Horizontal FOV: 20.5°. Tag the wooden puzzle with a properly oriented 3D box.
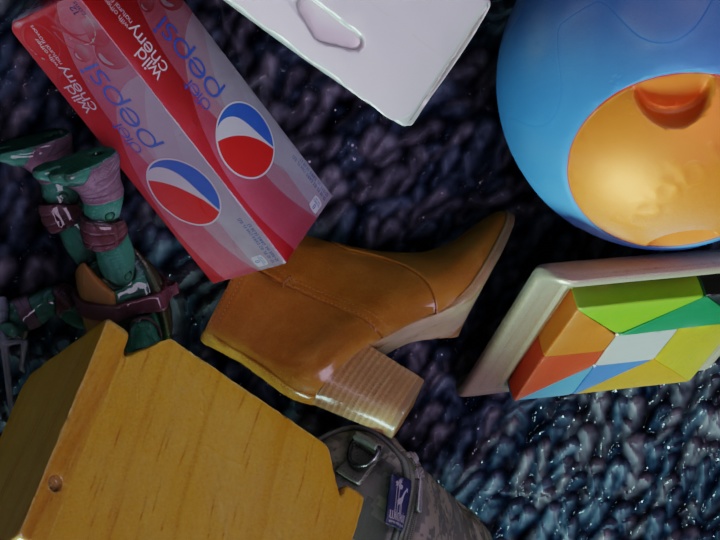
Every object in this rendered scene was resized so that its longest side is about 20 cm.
[{"bbox_3d":[0.173,0.038,1.269,0.184,0.037,0.200,-5,157,-18],"label":"wooden puzzle"}]

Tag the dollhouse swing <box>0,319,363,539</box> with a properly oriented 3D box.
[{"bbox_3d":[-0.143,0.159,1.122,0.200,0.175,0.182,36,58,-30],"label":"dollhouse swing"}]

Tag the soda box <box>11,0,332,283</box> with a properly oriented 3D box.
[{"bbox_3d":[-0.107,-0.090,1.142,0.200,0.070,0.064,52,49,-22],"label":"soda box"}]

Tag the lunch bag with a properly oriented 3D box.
[{"bbox_3d":[-0.002,0.196,1.257,0.168,0.139,0.200,-57,151,-7],"label":"lunch bag"}]

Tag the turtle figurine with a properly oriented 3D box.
[{"bbox_3d":[-0.157,0.022,1.173,0.101,0.149,0.201,-31,118,-44],"label":"turtle figurine"}]

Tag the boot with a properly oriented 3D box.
[{"bbox_3d":[0.000,0.001,1.238,0.144,0.201,0.071,31,142,6],"label":"boot"}]

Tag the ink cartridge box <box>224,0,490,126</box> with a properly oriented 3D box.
[{"bbox_3d":[-0.036,-0.171,1.083,0.146,0.200,0.085,33,95,-28],"label":"ink cartridge box"}]

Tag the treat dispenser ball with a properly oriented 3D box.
[{"bbox_3d":[0.181,-0.113,1.189,0.200,0.201,0.202,-7,113,-17],"label":"treat dispenser ball"}]
